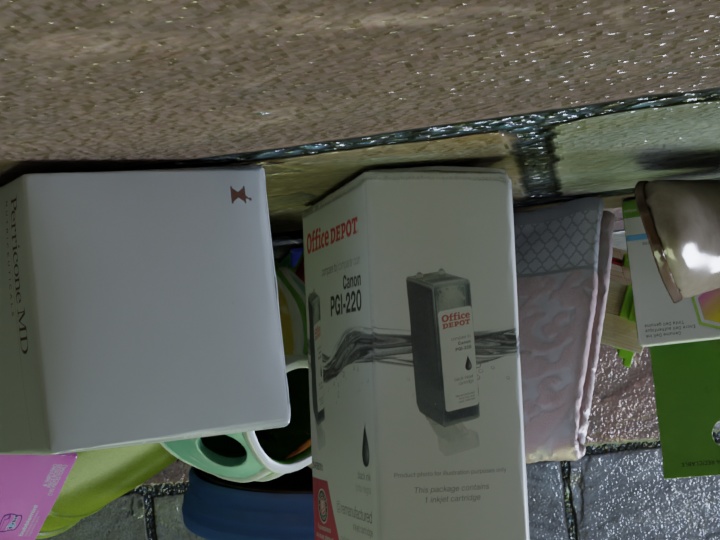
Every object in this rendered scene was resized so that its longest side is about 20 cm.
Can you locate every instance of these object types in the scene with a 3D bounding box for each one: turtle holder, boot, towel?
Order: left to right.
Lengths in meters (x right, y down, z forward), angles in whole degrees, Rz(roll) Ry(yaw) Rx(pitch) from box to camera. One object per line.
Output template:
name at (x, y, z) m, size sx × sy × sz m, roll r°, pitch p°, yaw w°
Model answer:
turtle holder at (-0.075, 0.047, 0.827) m, size 0.140 × 0.187 × 0.131 m, roll -15°, pitch -150°, yaw -31°
towel at (0.067, 0.044, 0.874) m, size 0.198 × 0.192 × 0.032 m, roll -8°, pitch 141°, yaw 33°
boot at (0.240, -0.032, 0.750) m, size 0.145 × 0.071 × 0.200 m, roll -15°, pitch 175°, yaw 16°

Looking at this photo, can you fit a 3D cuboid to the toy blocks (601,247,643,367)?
toy blocks at (0.170, 0.010, 1.088) m, size 0.135 × 0.101 × 0.200 m, roll 14°, pitch -167°, yaw 6°

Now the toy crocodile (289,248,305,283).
toy crocodile at (0.000, 0.000, 0.880) m, size 0.062 × 0.068 × 0.199 m, roll 38°, pitch 155°, yaw -26°

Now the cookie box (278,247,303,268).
cookie box at (0.014, 0.020, 1.095) m, size 0.169 × 0.076 × 0.200 m, roll -4°, pitch 175°, yaw -8°

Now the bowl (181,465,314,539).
bowl at (-0.032, 0.159, 0.966) m, size 0.198 × 0.040 × 0.201 m, roll -1°, pitch -175°, yaw 0°

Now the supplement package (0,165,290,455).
supplement package at (-0.134, 0.024, 0.630) m, size 0.116 × 0.118 × 0.199 m, roll -3°, pitch 175°, yaw -33°

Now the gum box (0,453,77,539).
gum box at (-0.276, 0.078, 0.789) m, size 0.200 × 0.067 × 0.113 m, roll 37°, pitch -167°, yaw 36°

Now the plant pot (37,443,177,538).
plant pot at (-0.191, 0.080, 0.998) m, size 0.191 × 0.202 × 0.200 m, roll -21°, pitch 170°, yaw 25°

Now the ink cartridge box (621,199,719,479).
ink cartridge box at (0.271, 0.044, 0.924) m, size 0.146 × 0.202 × 0.076 m, roll -7°, pitch 176°, yaw 16°

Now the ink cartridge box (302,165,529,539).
ink cartridge box at (0.025, 0.055, 0.703) m, size 0.084 × 0.202 × 0.146 m, roll 1°, pitch 174°, yaw -16°
